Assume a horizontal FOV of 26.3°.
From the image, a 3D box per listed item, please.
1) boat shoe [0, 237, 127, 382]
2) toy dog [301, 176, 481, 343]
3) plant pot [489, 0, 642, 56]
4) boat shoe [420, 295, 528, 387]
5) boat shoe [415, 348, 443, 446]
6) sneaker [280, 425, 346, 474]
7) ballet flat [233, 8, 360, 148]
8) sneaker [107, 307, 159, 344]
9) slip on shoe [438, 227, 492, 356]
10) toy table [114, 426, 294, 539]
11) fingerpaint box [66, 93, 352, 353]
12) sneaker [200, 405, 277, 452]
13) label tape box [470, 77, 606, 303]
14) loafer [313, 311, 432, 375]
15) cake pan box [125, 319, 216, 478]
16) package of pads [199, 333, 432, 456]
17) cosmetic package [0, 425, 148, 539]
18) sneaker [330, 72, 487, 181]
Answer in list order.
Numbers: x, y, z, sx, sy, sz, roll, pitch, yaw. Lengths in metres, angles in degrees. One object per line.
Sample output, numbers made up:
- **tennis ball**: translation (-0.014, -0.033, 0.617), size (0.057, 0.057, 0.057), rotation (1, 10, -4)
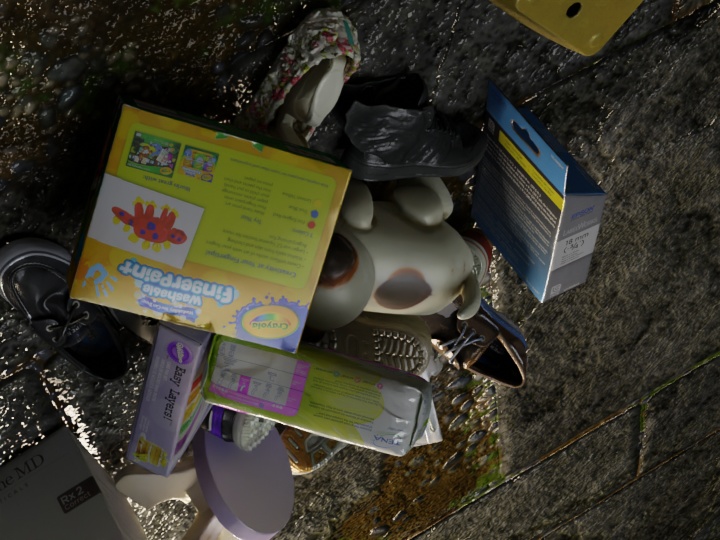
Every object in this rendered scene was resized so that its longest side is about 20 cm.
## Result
- **boat shoe**: translation (-0.265, 0.044, 1.391), size (0.070, 0.066, 0.200), rotation (-33, 146, -6)
- **toy dog**: translation (0.000, 0.000, 1.478), size (0.199, 0.194, 0.140), rotation (-16, 151, -42)
- **plant pot**: translation (0.154, -0.297, 1.270), size (0.200, 0.177, 0.200), rotation (-49, 144, 16)
- **boat shoe**: translation (0.111, 0.064, 1.630), size (0.199, 0.073, 0.072), rotation (27, 120, -34)
- **boat shoe**: translation (0.057, 0.100, 1.695), size (0.066, 0.074, 0.201), rotation (-5, 115, 1)
- **sneaker**: translation (-0.024, 0.162, 1.766), size (0.199, 0.076, 0.088), rotation (-32, 176, -23)
- **ballet flat**: translation (-0.061, -0.137, 1.352), size (0.075, 0.064, 0.201), rotation (2, 130, -37)
- **sneaker**: translation (-0.196, 0.016, 1.412), size (0.074, 0.079, 0.201), rotation (-30, 147, -13)
- **slip on shoe**: translation (0.091, 0.031, 1.705), size (0.061, 0.074, 0.201), rotation (-48, 170, -51)
- **toy table**: translation (-0.152, 0.234, 1.621), size (0.184, 0.200, 0.117), rotation (43, 111, -13)
- **fingerpaint box**: translation (-0.129, -0.039, 1.294), size (0.199, 0.073, 0.168), rotation (14, 100, -17)
- **sneaker**: translation (-0.116, 0.116, 1.610), size (0.200, 0.099, 0.070), rotation (-35, 135, -62)
- **label tape box**: translation (0.182, -0.089, 1.571), size (0.063, 0.144, 0.201), rotation (-22, 143, -21)
- **loafer**: translation (-0.017, 0.062, 1.558), size (0.068, 0.199, 0.076), rotation (-35, 137, -63)
- **cake pan box**: translation (-0.148, 0.066, 1.453), size (0.200, 0.052, 0.185), rotation (-60, 174, -51)
- **package of pads**: translation (-0.036, 0.106, 1.391), size (0.154, 0.199, 0.069), rotation (6, 99, -84)
- **cosmetic package**: translation (-0.297, 0.304, 1.551), size (0.164, 0.200, 0.165), rotation (-33, 147, -7)
- **sneaker**: translation (0.052, -0.141, 1.466), size (0.199, 0.060, 0.105), rotation (-11, 139, -32)
